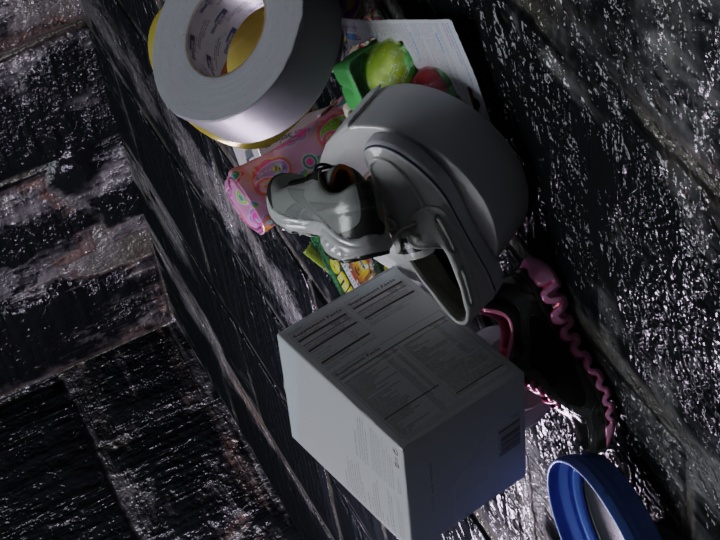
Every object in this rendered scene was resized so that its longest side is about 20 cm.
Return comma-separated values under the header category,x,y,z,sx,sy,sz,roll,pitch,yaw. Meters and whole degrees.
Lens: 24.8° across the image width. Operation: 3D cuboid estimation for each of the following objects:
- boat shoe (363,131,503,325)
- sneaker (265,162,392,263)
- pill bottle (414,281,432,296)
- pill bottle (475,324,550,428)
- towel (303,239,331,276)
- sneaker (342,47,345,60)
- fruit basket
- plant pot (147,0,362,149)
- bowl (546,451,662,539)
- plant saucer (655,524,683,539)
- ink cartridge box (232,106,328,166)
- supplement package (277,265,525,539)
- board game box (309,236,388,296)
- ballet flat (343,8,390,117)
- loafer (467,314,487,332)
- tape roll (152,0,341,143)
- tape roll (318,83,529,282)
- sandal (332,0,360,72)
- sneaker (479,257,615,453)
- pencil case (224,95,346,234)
category,x,y,z,sx,sy,sz,roll,pitch,yaw
boat shoe,0.058,-0.036,1.519,0.072,0.066,0.201,-3,130,45
sneaker,-0.030,-0.069,1.542,0.200,0.073,0.080,28,125,58
pill bottle,0.041,-0.038,1.807,0.200,0.110,0.111,47,158,35
pill bottle,0.140,0.120,1.729,0.113,0.112,0.200,65,166,7
towel,0.023,0.011,1.895,0.200,0.023,0.144,45,-149,-13
sneaker,-0.091,-0.258,1.980,0.075,0.115,0.200,66,167,-1
fruit basket,0.068,-0.170,1.624,0.199,0.094,0.186,6,127,52
plant pot,-0.103,-0.266,1.810,0.189,0.200,0.202,-37,74,39
bowl,0.249,0.271,1.610,0.201,0.039,0.202,157,90,-77
plant saucer,0.320,0.345,1.599,0.201,0.027,0.201,59,164,28
ink cartridge box,-0.088,-0.161,2.127,0.200,0.116,0.068,180,69,-75
supplement package,0.041,0.131,1.596,0.200,0.150,0.153,39,149,38
board game box,0.000,0.000,1.764,0.201,0.023,0.105,61,154,16
ballet flat,0.011,-0.196,1.802,0.201,0.064,0.076,82,162,-47
loafer,0.088,0.039,1.880,0.201,0.072,0.073,61,165,17
tape roll,-0.117,-0.234,1.655,0.066,0.200,0.201,23,-153,-50
tape roll,0.060,-0.081,1.588,0.201,0.071,0.203,25,145,19
sandal,-0.024,-0.298,1.702,0.082,0.049,0.204,27,-121,-53
sneaker,0.175,0.093,1.591,0.201,0.095,0.079,64,165,2
pencil case,-0.063,-0.127,1.916,0.088,0.199,0.088,49,165,19
